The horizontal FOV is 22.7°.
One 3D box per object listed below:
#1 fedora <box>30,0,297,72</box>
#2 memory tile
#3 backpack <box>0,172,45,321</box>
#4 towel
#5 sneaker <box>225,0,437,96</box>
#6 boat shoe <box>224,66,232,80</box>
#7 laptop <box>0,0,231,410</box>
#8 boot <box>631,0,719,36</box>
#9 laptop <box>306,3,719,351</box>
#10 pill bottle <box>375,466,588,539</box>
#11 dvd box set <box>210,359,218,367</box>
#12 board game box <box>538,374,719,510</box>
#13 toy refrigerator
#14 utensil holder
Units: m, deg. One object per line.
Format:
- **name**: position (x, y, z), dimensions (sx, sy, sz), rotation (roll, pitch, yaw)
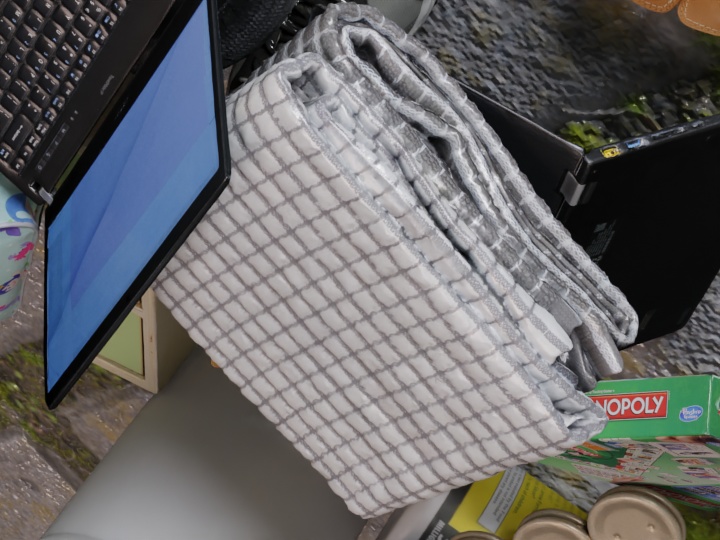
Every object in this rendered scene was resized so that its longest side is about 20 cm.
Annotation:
- **fedora**: position (-0.084, -0.191, 0.794), dimensions (0.200, 0.092, 0.202), rotation (13, 124, 20)
- **memory tile**: position (0.112, 0.195, 0.974), dimensions (0.199, 0.017, 0.154), rotation (-22, 110, 35)
- **backpack**: position (-0.261, -0.043, 0.927), dimensions (0.199, 0.151, 0.178), rotation (-4, 158, -20)
- **towel**: position (0.007, -0.001, 0.769), dimensions (0.200, 0.086, 0.165), rotation (48, 141, -10)
- **sneaker**: position (-0.020, -0.107, 0.859), dimensions (0.074, 0.079, 0.200), rotation (34, 143, 6)
- **boat shoe**: position (-0.127, -0.170, 0.888), dimensions (0.072, 0.062, 0.200), rotation (-20, 134, 40)
- **laptop**: position (-0.147, -0.076, 0.769), dimensions (0.200, 0.103, 0.177), rotation (42, 130, -1)
- **boot**: position (0.111, -0.175, 0.684), dimensions (0.200, 0.074, 0.155), rotation (35, 148, 7)
- **laptop**: position (0.074, -0.040, 0.830), dimensions (0.116, 0.199, 0.188), rotation (61, 153, 26)
- **pill bottle**: position (0.108, 0.193, 1.059), dimensions (0.200, 0.111, 0.111), rotation (34, 144, 2)
- **dvd box set**: position (0.000, 0.000, 0.936), dimensions (0.145, 0.030, 0.200), rotation (6, 149, -5)
- **board game box**: position (0.169, 0.088, 0.871), dimensions (0.134, 0.029, 0.199), rotation (-7, 161, 44)
- **toy refrigerator**: position (-0.138, -0.019, 1.061), dimensions (0.076, 0.070, 0.201), rotation (25, 143, 15)
- **utensil holder**: position (-0.091, 0.161, 1.111), dimensions (0.169, 0.200, 0.170), rotation (22, 142, 19)
